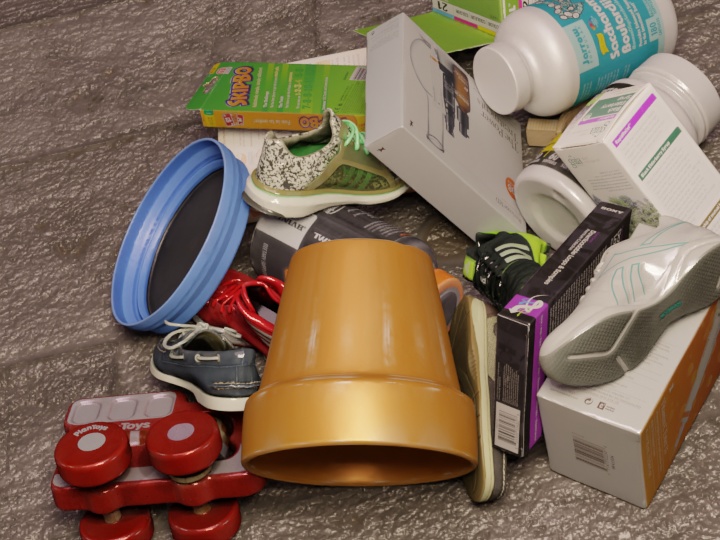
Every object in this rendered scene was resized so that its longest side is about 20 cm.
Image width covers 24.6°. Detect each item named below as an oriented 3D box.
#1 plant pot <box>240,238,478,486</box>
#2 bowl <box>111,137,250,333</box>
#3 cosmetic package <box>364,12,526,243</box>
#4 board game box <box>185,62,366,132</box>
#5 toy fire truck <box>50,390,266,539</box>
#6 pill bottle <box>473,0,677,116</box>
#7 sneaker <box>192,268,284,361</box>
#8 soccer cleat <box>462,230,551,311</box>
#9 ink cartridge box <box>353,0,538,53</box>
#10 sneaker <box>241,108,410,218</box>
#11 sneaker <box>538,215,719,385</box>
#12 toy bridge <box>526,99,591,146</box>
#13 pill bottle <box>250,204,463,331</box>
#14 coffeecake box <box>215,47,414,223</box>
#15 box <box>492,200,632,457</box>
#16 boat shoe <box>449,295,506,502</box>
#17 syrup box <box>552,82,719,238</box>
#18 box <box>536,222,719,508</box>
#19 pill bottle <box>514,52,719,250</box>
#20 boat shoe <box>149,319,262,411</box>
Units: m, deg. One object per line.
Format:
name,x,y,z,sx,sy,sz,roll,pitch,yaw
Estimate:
plant pot,-0.001,0.078,1.411,0.199,0.200,0.184,-3,73,11
bowl,-0.174,-0.031,1.607,0.201,0.039,0.201,-40,35,36
cosmetic package,0.083,-0.130,1.589,0.052,0.200,0.151,-24,46,32
board game box,-0.069,-0.176,1.663,0.199,0.030,0.096,6,39,17
toy fire truck,-0.181,0.162,1.494,0.199,0.113,0.168,-7,33,7
pill bottle,0.210,-0.222,1.638,0.200,0.111,0.111,-27,50,-26
sneaker,-0.106,0.024,1.567,0.200,0.116,0.078,29,64,31
soccer cleat,0.133,0.010,1.503,0.081,0.068,0.200,9,18,2
ink cartridge box,0.109,-0.290,1.725,0.199,0.076,0.148,-18,28,-24
sneaker,-0.015,-0.111,1.552,0.199,0.089,0.077,-17,44,-31
sneaker,0.218,0.025,1.363,0.200,0.071,0.080,-33,43,-20
toy bridge,0.220,-0.205,1.722,0.067,0.027,0.201,3,52,15
pill bottle,0.000,0.000,1.565,0.200,0.106,0.106,27,63,31
coffeecake box,-0.044,-0.143,1.710,0.199,0.073,0.154,-10,51,6
box,0.176,0.047,1.425,0.036,0.143,0.200,20,40,28
boat shoe,0.121,0.112,1.470,0.066,0.072,0.202,6,53,-13
syrup box,0.273,-0.068,1.487,0.081,0.200,0.079,-48,19,-22
box,0.245,0.081,1.429,0.097,0.125,0.200,20,60,26
pill bottle,0.251,-0.112,1.586,0.114,0.114,0.200,32,65,32
boat shoe,-0.143,0.081,1.512,0.075,0.062,0.200,0,8,-21
